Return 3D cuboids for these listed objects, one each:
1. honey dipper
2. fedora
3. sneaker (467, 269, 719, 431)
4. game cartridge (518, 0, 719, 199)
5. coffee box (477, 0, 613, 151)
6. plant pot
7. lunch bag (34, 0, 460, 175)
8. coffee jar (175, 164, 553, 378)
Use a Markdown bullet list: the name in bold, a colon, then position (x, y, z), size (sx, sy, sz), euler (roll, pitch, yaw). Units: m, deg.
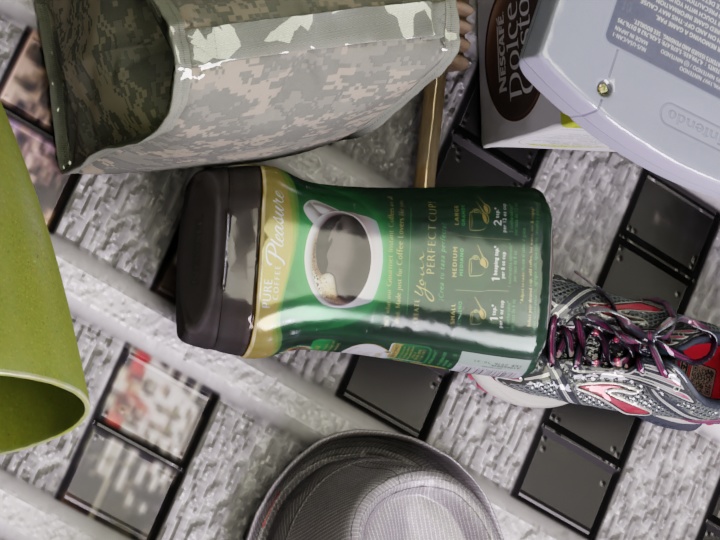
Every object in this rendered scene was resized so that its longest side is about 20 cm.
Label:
- **honey dipper**: position (0.037, -0.063, 1.616), size (0.038, 0.038, 0.201), euler (8, 85, -26)
- **fedora**: position (0.024, 0.185, 1.548), size (0.176, 0.090, 0.201), euler (-3, 86, -27)
- **sneaker**: position (0.148, 0.043, 1.635), size (0.199, 0.075, 0.081), euler (10, 81, -25)
- **game cartridge**: position (0.179, -0.111, 1.472), size (0.199, 0.041, 0.134), euler (25, 81, -21)
- **coffee box**: position (0.192, -0.174, 1.611), size (0.199, 0.198, 0.201), euler (0, 85, -25)
- **plant pot**: position (-0.234, -0.021, 1.406), size (0.186, 0.187, 0.201), euler (2, 72, -27)
- **lunch bag**: position (-0.059, -0.118, 1.478), size (0.163, 0.200, 0.118), euler (-8, 88, -26)
- **coffee jar**: position (0.000, 0.000, 1.536), size (0.199, 0.085, 0.105), euler (5, 81, -10)
